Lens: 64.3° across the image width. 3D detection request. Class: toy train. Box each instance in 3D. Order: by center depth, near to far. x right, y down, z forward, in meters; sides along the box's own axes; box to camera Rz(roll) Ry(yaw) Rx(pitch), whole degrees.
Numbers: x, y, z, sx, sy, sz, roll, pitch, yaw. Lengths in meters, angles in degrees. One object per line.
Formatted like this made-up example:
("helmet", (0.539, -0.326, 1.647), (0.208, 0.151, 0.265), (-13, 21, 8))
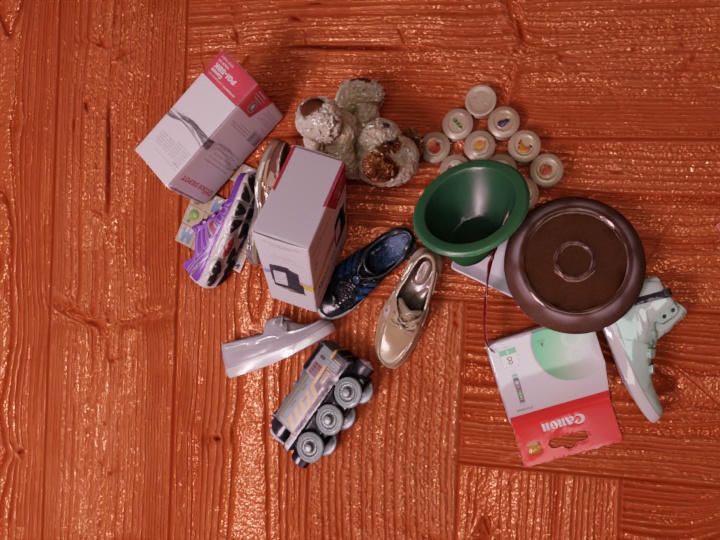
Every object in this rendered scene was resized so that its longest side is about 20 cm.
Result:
("toy train", (-0.062, 0.209, 0.909), (0.113, 0.085, 0.202), (37, 98, 20))

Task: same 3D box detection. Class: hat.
("hat", (0.174, -0.033, 0.865), (0.164, 0.177, 0.201), (27, 69, 37))

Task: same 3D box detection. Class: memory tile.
("memory tile", (0.198, -0.172, 0.880), (0.153, 0.017, 0.201), (-41, 76, 6))

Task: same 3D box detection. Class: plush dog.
("plush dog", (0.008, -0.181, 0.864), (0.169, 0.200, 0.163), (25, 128, 18))

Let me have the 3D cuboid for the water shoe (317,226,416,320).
("water shoe", (0.000, 0.000, 0.894), (0.199, 0.079, 0.072), (-43, 83, 7))

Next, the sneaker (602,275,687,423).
("sneaker", (0.423, 0.109, 0.823), (0.116, 0.074, 0.204), (-21, 84, 15))

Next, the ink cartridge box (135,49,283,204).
("ink cartridge box", (-0.230, -0.215, 0.893), (0.083, 0.147, 0.200), (43, 92, 8))

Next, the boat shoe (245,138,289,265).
("boat shoe", (-0.131, -0.105, 0.917), (0.070, 0.076, 0.205), (11, 101, 6))

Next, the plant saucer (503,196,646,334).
("plant saucer", (0.306, -0.012, 0.824), (0.195, 0.032, 0.205), (-3, 78, 16))

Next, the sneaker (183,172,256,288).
("sneaker", (-0.230, -0.073, 0.929), (0.082, 0.081, 0.203), (31, 96, 14))

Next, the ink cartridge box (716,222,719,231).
("ink cartridge box", (0.640, -0.032, 0.806), (0.172, 0.044, 0.202), (-33, 85, 7))

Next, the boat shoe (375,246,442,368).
("boat shoe", (0.070, 0.062, 0.883), (0.071, 0.065, 0.204), (24, 103, 7))

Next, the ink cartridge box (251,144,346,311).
("ink cartridge box", (-0.079, -0.053, 0.828), (0.081, 0.201, 0.148), (17, 65, 8))

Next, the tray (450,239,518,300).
("tray", (0.246, -0.010, 0.869), (0.197, 0.022, 0.109), (26, 86, 15))

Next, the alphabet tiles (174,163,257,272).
("alphabet tiles", (-0.199, -0.087, 0.964), (0.197, 0.008, 0.170), (25, 94, 9))

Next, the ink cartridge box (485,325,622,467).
("ink cartridge box", (0.293, 0.184, 0.862), (0.158, 0.050, 0.204), (-18, 85, 9))

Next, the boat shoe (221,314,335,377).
("boat shoe", (-0.137, 0.110, 0.928), (0.197, 0.072, 0.070), (-23, 87, 18))
